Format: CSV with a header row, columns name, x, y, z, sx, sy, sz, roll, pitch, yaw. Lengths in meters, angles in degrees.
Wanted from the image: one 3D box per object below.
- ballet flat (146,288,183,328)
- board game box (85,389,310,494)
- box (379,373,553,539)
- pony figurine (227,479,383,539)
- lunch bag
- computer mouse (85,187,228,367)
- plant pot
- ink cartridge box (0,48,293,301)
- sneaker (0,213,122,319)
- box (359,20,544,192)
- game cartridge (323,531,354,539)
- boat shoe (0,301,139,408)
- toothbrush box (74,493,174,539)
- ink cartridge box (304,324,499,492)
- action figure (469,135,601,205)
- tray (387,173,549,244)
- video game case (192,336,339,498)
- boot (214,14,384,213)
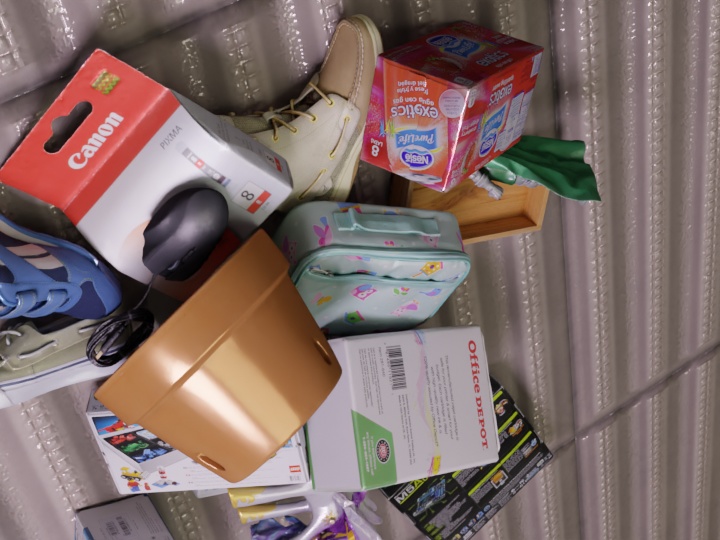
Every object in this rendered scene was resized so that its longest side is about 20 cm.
name,x,y,z,sx,sy,sz,roll,pitch,yaw
ballet flat,-0.139,0.085,1.123,0.067,0.064,0.201,-31,125,-3
board game box,-0.154,0.163,1.125,0.196,0.035,0.127,-4,132,5
box,0.135,0.251,1.468,0.200,0.047,0.193,-44,132,-3
pony figurine,-0.034,0.256,1.265,0.197,0.167,0.195,-18,122,-7
lunch bag,0.000,0.000,1.130,0.197,0.078,0.161,1,150,-29
computer mouse,-0.173,0.012,0.976,0.058,0.034,0.201,18,118,-36
plant pot,-0.109,0.083,0.988,0.200,0.200,0.140,-45,95,-3
ink cartridge box,-0.179,-0.072,0.966,0.199,0.051,0.162,27,122,-37
sneaker,-0.287,0.010,0.956,0.073,0.083,0.199,-29,141,35
box,0.088,-0.158,1.074,0.200,0.094,0.101,-37,143,-55
game cartridge,-0.062,0.421,1.441,0.199,0.032,0.178,-33,133,-16
boat shoe,-0.295,0.077,1.029,0.198,0.072,0.063,-17,103,-32
toothbrush box,-0.237,0.361,1.192,0.084,0.146,0.203,-10,125,-30
ink cartridge box,0.041,0.138,1.181,0.198,0.083,0.147,-3,83,-42
action figure,0.135,-0.109,1.163,0.197,0.119,0.055,10,121,-11
tray,0.119,-0.081,1.246,0.197,0.037,0.100,-11,124,-30
video game case,-0.102,0.148,1.243,0.141,0.018,0.203,-6,121,-35
boot,-0.067,-0.138,1.045,0.153,0.072,0.202,-1,122,-34
